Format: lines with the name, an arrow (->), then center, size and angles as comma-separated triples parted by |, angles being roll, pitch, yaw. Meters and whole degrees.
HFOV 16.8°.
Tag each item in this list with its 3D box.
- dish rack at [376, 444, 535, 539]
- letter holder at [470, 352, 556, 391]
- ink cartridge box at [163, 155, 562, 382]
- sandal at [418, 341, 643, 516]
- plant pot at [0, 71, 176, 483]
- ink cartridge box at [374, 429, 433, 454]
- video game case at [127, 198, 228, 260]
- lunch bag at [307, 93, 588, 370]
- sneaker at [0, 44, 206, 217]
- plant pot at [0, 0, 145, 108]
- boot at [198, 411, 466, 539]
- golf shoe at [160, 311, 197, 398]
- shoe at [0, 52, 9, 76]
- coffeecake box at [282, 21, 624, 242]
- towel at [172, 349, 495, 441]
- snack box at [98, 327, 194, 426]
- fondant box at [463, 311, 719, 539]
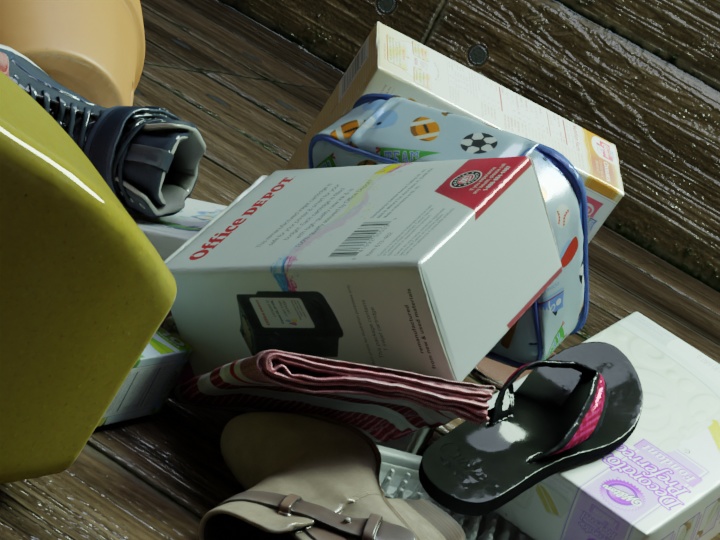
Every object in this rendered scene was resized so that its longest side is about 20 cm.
dish rack -> 0.074, 0.171, 1.514 | 0.199, 0.044, 0.171 | 19, 14, -42
letter holder -> 0.123, 0.122, 1.736 | 0.141, 0.101, 0.200 | 27, 10, 4
ink cartridge box -> 0.000, 0.000, 1.495 | 0.199, 0.083, 0.146 | -2, 28, 36
sandal -> 0.112, 0.087, 1.483 | 0.075, 0.045, 0.199 | 32, 38, 25
plant pot -> -0.212, -0.004, 1.235 | 0.199, 0.195, 0.196 | 29, 8, -29
ink cartridge box -> -0.008, 0.066, 1.695 | 0.144, 0.084, 0.200 | 28, 10, 5
video game case -> -0.131, -0.030, 1.767 | 0.199, 0.024, 0.181 | 12, 10, 39
lunch bag -> 0.055, -0.023, 1.604 | 0.199, 0.161, 0.076 | 21, 45, 32
sneaker -> -0.201, -0.100, 1.709 | 0.202, 0.077, 0.146 | 25, -5, -41
plant pot -> -0.253, -0.148, 1.855 | 0.199, 0.201, 0.140 | 22, 27, -29
boot -> -0.039, 0.134, 1.353 | 0.199, 0.071, 0.146 | 21, 16, 33
golf shoe -> -0.173, 0.012, 1.571 | 0.200, 0.075, 0.092 | 38, -4, 13
shoe -> -0.248, -0.087, 1.638 | 0.071, 0.092, 0.200 | -4, -16, 7
coffeecake box -> 0.060, -0.057, 1.716 | 0.199, 0.154, 0.073 | 26, 29, -15
towel -> -0.021, 0.077, 1.443 | 0.143, 0.023, 0.200 | 11, -11, -17
snack box -> -0.214, 0.022, 1.458 | 0.199, 0.053, 0.142 | 31, 9, 14
fondant box -> 0.173, 0.114, 1.564 | 0.144, 0.059, 0.199 | 33, 38, 26
